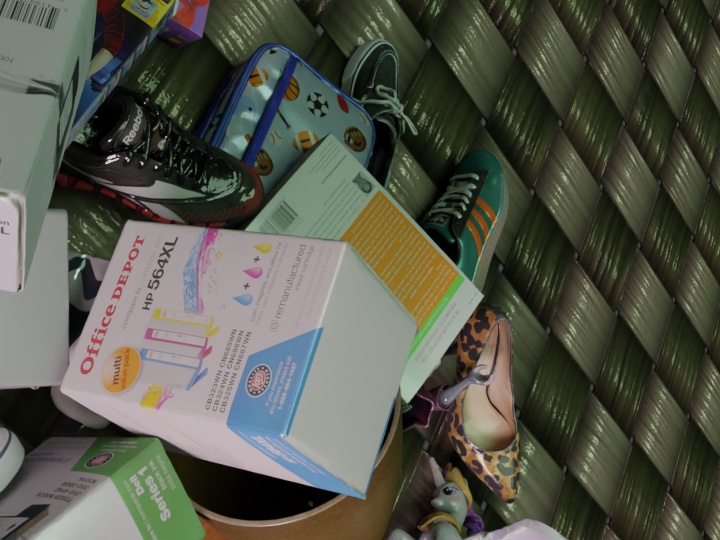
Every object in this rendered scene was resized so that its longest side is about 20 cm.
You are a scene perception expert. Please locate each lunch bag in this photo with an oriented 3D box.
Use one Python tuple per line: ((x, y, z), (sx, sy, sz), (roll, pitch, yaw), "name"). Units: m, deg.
((-0.079, -0.093, 0.932), (0.160, 0.075, 0.201), (37, 57, -27), "lunch bag")

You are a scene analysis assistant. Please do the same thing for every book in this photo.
((0.000, 0.000, 0.889), (0.200, 0.048, 0.134), (48, 54, -14), "book")

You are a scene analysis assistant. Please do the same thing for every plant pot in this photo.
((-0.042, 0.161, 0.839), (0.200, 0.186, 0.187), (72, 37, -49), "plant pot")

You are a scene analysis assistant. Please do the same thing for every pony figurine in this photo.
((0.109, 0.296, 1.036), (0.193, 0.167, 0.200), (47, 30, 0), "pony figurine")

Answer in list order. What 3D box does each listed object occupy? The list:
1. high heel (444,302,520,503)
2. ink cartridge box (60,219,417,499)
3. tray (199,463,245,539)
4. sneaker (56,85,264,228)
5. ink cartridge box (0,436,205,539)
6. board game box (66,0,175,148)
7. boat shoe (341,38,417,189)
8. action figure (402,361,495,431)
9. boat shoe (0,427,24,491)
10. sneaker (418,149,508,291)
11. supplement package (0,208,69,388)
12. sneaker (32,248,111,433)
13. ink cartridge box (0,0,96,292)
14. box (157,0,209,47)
((0.138, 0.136, 1.066), (0.071, 0.143, 0.201), (-14, 78, -19), "high heel")
((-0.087, 0.055, 0.695), (0.125, 0.199, 0.129), (48, 54, -54), "ink cartridge box")
((-0.172, 0.240, 0.819), (0.200, 0.037, 0.099), (-37, 112, -43), "tray")
((-0.160, -0.086, 0.790), (0.200, 0.098, 0.071), (18, 68, -20), "sneaker")
((-0.227, 0.197, 0.684), (0.200, 0.146, 0.085), (-37, 110, -44), "ink cartridge box")
((-0.263, -0.153, 0.704), (0.199, 0.062, 0.200), (32, 66, -1), "board game box")
((0.015, -0.149, 1.051), (0.074, 0.068, 0.200), (39, 58, -37), "boat shoe")
((0.033, 0.124, 1.010), (0.149, 0.134, 0.200), (-58, 168, 12), "action figure")
((-0.308, 0.149, 0.664), (0.200, 0.072, 0.066), (-34, 114, -35), "boat shoe")
((0.105, -0.051, 1.133), (0.080, 0.071, 0.201), (34, 62, -44), "sneaker")
((-0.297, 0.019, 0.654), (0.199, 0.117, 0.118), (4, 81, -46), "supplement package")
((-0.183, 0.063, 0.807), (0.199, 0.079, 0.130), (24, 82, -62), "sneaker")
((-0.237, -0.098, 0.581), (0.144, 0.084, 0.201), (11, 49, -10), "ink cartridge box")
((-0.179, -0.310, 0.885), (0.137, 0.039, 0.201), (24, 67, -42), "box")
